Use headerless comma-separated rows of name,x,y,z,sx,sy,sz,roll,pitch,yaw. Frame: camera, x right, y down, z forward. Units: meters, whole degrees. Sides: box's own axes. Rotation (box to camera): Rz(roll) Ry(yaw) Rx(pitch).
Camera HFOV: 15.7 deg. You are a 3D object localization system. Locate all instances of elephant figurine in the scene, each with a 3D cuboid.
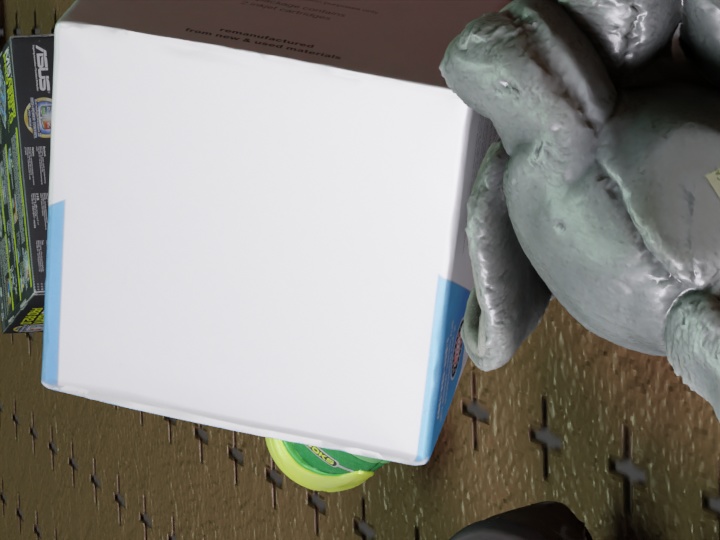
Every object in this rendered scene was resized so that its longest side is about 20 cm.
elephant figurine,0.090,-0.023,0.832,0.141,0.155,0.200,38,162,7

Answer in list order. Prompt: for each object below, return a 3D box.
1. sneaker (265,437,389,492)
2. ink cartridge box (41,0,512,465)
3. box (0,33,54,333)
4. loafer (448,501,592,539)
sneaker,0.000,0.000,1.201,0.084,0.074,0.200,-13,77,47
ink cartridge box,-0.017,-0.051,0.968,0.200,0.146,0.147,-63,-18,-61
box,-0.252,-0.063,2.003,0.160,0.044,0.200,143,122,-69
loafer,0.075,0.175,0.995,0.073,0.071,0.200,12,119,28
